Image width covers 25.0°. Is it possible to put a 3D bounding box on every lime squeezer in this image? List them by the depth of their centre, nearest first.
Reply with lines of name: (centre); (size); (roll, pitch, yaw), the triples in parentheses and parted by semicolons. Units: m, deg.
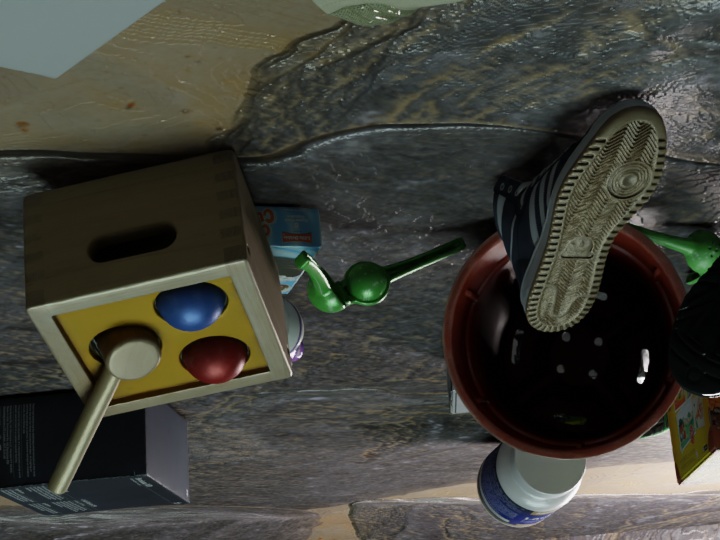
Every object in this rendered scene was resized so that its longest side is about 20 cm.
lime squeezer: (0.000, 0.000, 1.289); (0.200, 0.038, 0.071); (-5, 133, -49)
lime squeezer: (0.286, -0.008, 1.404); (0.070, 0.038, 0.200); (-13, 161, 26)

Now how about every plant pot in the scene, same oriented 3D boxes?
plant pot: (0.181, 0.064, 1.386); (0.200, 0.201, 0.195); (-7, 171, 10)

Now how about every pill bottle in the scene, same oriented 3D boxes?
pill bottle: (0.225, 0.265, 2.119); (0.115, 0.116, 0.200); (-1, 162, -8)

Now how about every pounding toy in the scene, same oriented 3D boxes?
pounding toy: (-0.161, 0.042, 1.179); (0.199, 0.142, 0.184); (-13, 144, 3)

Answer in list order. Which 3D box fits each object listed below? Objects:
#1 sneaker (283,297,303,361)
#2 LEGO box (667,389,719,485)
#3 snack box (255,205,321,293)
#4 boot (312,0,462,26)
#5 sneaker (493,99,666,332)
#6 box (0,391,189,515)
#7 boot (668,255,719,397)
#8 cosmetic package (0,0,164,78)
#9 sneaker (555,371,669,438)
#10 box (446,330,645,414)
sneaker: (-0.085, 0.058, 1.495); (0.114, 0.073, 0.200); (4, 171, -35)
LEGO box: (0.371, 0.129, 1.668); (0.077, 0.149, 0.200); (-4, 163, -1)
snack box: (-0.141, -0.017, 1.284); (0.199, 0.037, 0.116); (1, 161, -16)
boot: (0.033, -0.177, 0.768); (0.154, 0.072, 0.200); (-8, 163, 21)
sneaker: (0.152, -0.063, 1.176); (0.070, 0.109, 0.200); (5, 130, -18)
box: (-0.305, 0.209, 1.849); (0.182, 0.104, 0.200); (-5, 163, 6)
boot: (0.315, 0.025, 1.283); (0.076, 0.200, 0.168); (22, 170, 24)
cosmetic package: (-0.114, -0.169, 0.706); (0.071, 0.102, 0.200); (10, 159, -39)
sneaker: (0.314, 0.159, 1.898); (0.085, 0.078, 0.200); (0, 172, -36)
box: (0.190, 0.104, 1.696); (0.199, 0.060, 0.117); (-5, 163, 2)
